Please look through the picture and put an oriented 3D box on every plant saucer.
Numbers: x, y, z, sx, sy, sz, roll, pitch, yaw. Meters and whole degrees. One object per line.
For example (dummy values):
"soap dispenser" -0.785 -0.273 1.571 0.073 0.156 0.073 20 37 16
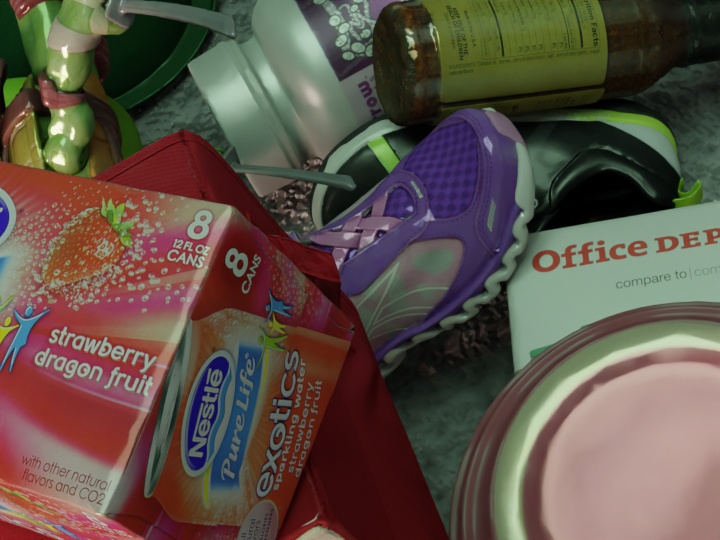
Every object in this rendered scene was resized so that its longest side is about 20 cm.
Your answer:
"plant saucer" 0.130 0.098 0.670 0.199 0.051 0.202 -7 60 13

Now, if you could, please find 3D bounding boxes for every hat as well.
"hat" -0.181 -0.199 0.962 0.199 0.176 0.166 -27 57 1

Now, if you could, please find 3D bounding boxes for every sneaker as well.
"sneaker" 0.071 -0.039 0.840 0.199 0.072 0.083 -10 41 6
"sneaker" 0.000 0.000 0.792 0.200 0.088 0.081 -49 47 29

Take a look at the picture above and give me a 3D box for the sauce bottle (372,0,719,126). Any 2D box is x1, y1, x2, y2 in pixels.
"sauce bottle" 0.107 -0.113 0.834 0.199 0.066 0.066 -8 55 -18

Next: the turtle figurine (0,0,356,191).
"turtle figurine" -0.106 -0.098 0.806 0.200 0.144 0.195 -41 56 27

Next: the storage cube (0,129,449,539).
"storage cube" -0.077 0.089 0.656 0.199 0.171 0.180 -29 55 9

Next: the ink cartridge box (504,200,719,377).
"ink cartridge box" 0.147 0.074 0.759 0.145 0.084 0.201 -10 59 11

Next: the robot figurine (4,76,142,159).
"robot figurine" -0.173 -0.021 0.893 0.174 0.116 0.201 -13 58 9

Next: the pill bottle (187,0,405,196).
"pill bottle" 0.012 -0.123 0.899 0.199 0.112 0.113 -30 57 -1

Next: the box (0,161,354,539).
"box" -0.117 0.026 0.546 0.199 0.096 0.100 12 70 30
